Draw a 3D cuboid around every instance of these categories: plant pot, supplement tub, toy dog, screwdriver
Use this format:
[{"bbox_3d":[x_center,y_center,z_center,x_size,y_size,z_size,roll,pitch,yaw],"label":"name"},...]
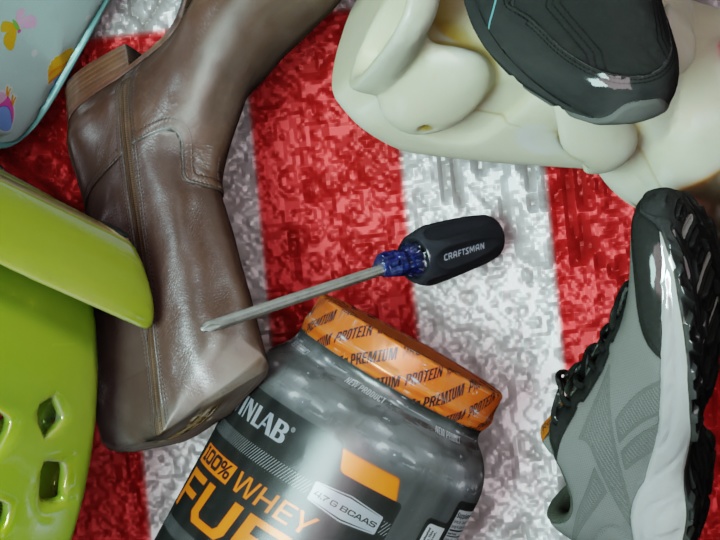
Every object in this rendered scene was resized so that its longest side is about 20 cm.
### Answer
[{"bbox_3d":[-0.221,0.024,0.956,0.200,0.199,0.182,26,89,50],"label":"plant pot"},{"bbox_3d":[-0.024,0.120,1.002,0.122,0.123,0.201,28,92,6],"label":"supplement tub"},{"bbox_3d":[0.095,-0.083,0.977,0.199,0.194,0.140,19,47,-9],"label":"toy dog"},{"bbox_3d":[0.000,0.000,0.976,0.028,0.199,0.029,38,119,27],"label":"screwdriver"}]

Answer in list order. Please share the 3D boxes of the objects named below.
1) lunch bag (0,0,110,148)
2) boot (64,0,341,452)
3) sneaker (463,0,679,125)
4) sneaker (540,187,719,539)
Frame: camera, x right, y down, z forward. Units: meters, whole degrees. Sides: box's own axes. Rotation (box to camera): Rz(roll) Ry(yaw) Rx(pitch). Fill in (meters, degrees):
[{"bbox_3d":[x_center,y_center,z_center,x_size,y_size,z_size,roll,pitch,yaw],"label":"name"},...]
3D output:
[{"bbox_3d":[-0.171,-0.159,1.009,0.077,0.160,0.201,33,93,29],"label":"lunch bag"},{"bbox_3d":[-0.058,-0.030,0.981,0.186,0.064,0.201,-32,53,34],"label":"boot"},{"bbox_3d":[0.071,-0.148,0.858,0.075,0.079,0.201,-14,64,-19],"label":"sneaker"},{"bbox_3d":[0.118,0.053,0.977,0.079,0.074,0.201,12,126,16],"label":"sneaker"}]
